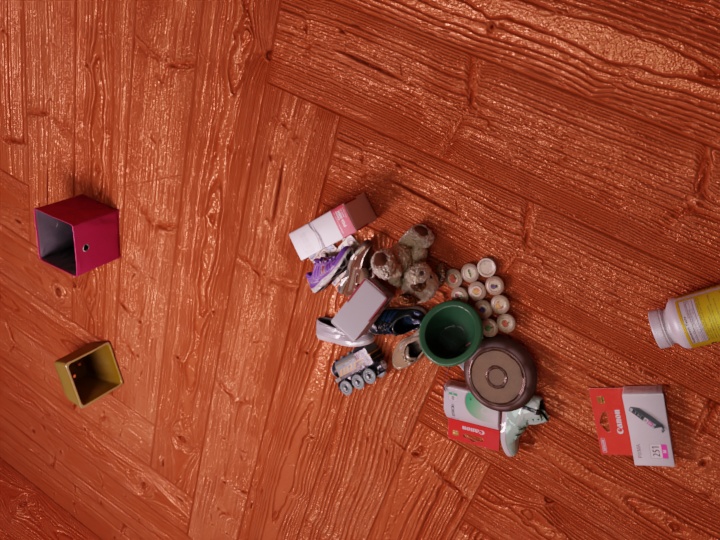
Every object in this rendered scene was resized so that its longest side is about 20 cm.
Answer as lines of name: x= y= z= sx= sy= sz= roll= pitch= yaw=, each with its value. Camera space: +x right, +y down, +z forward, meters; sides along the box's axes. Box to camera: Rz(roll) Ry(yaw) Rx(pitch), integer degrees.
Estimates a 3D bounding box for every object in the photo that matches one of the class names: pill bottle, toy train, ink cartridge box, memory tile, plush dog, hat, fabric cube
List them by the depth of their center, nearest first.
pill bottle: x=0.731 y=0.100 z=1.222 sx=0.197 sy=0.112 sz=0.114 roll=-23 pitch=99 yaw=34
ink cartridge box: x=0.668 y=0.384 z=1.415 sx=0.170 sy=0.043 sz=0.204 roll=-9 pitch=106 yaw=30
memory tile: x=0.310 y=0.077 z=1.485 sx=0.151 sy=0.017 sz=0.204 roll=-18 pitch=93 yaw=32
plush dog: x=0.130 y=0.008 z=1.499 sx=0.173 sy=0.198 sz=0.161 roll=51 pitch=158 yaw=12
hat: x=0.253 y=0.192 z=1.541 sx=0.198 sy=0.176 sz=0.168 roll=-32 pitch=62 yaw=12
ink cartridge box: x=0.012 y=0.100 z=1.541 sx=0.082 sy=0.200 sz=0.147 roll=38 pitch=95 yaw=7
ink cartridge box: x=-0.074 y=-0.119 z=1.546 sx=0.197 sy=0.147 sz=0.084 roll=-25 pitch=96 yaw=29
ink cartridge box: x=0.315 y=0.420 z=1.621 sx=0.158 sy=0.050 sz=0.205 roll=8 pitch=111 yaw=26
toy train: x=-0.007 y=0.295 z=1.730 sx=0.199 sy=0.085 sz=0.116 roll=-33 pitch=80 yaw=36
fabric cube: x=-0.992 y=-0.127 z=2.022 sx=0.197 sy=0.199 sz=0.200 roll=20 pitch=118 yaw=20

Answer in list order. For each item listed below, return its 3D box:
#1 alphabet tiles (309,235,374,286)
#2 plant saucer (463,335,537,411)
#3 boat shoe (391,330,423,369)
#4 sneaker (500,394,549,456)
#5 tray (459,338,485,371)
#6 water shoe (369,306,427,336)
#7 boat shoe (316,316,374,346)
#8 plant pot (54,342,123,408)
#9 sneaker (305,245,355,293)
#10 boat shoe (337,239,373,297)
alphabet tiles: x=-0.053 y=-0.029 z=1.662 sx=0.200 sy=0.008 sz=0.167 roll=47 pitch=124 yaw=5
plant saucer: x=0.359 y=0.274 z=1.494 sx=0.196 sy=0.032 sz=0.205 roll=5 pitch=99 yaw=29
boat shoe: x=0.141 y=0.228 z=1.618 sx=0.072 sy=0.065 sz=0.200 roll=45 pitch=133 yaw=3
sneaker: x=0.441 y=0.419 z=1.531 sx=0.116 sy=0.073 sz=0.205 roll=7 pitch=111 yaw=33
tray: x=0.316 y=0.236 z=1.544 sx=0.107 sy=0.022 sz=0.201 roll=-44 pitch=79 yaw=26
water shoe: x=0.092 y=0.146 z=1.610 sx=0.197 sy=0.079 sz=0.073 roll=-18 pitch=101 yaw=33
boat shoe: x=-0.049 y=0.176 z=1.713 sx=0.197 sy=0.072 sz=0.070 roll=9 pitch=115 yaw=36
plant pot: x=-1.128 y=0.412 z=2.328 sx=0.196 sy=0.195 sz=0.199 roll=1 pitch=111 yaw=35
sneaker: x=-0.095 y=-0.013 z=1.643 sx=0.199 sy=0.080 sz=0.084 roll=-40 pitch=83 yaw=35
boat shoe: x=0.000 y=0.000 z=1.602 sx=0.071 sy=0.076 sz=0.202 roll=32 pitch=131 yaw=9
